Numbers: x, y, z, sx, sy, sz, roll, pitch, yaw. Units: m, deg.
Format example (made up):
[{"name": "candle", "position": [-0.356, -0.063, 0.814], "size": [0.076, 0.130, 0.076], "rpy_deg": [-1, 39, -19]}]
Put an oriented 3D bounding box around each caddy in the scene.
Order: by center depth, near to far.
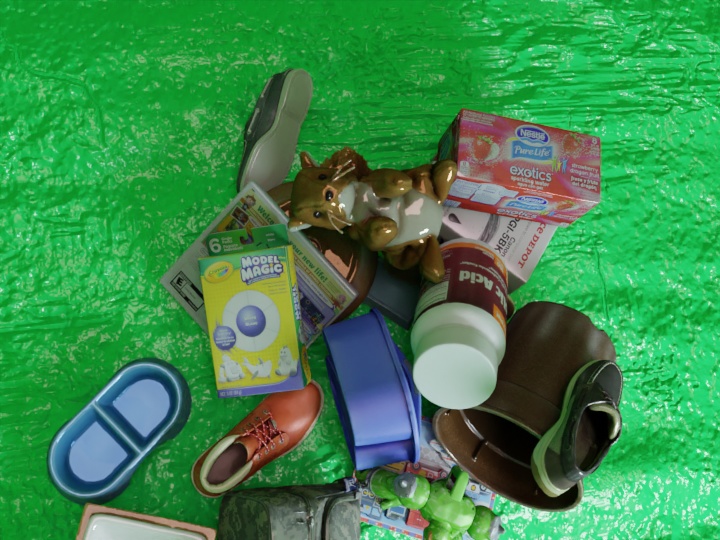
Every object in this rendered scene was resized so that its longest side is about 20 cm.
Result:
[{"name": "caddy", "position": [0.021, 0.145, 0.956], "size": [0.103, 0.143, 0.203], "rpy_deg": [-13, 53, -8]}]

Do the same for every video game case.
[{"name": "video game case", "position": [-0.131, 0.021, 0.990], "size": [0.182, 0.022, 0.200], "rpy_deg": [-44, 88, 9]}]

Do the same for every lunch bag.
[{"name": "lunch bag", "position": [-0.072, 0.351, 0.907], "size": [0.165, 0.138, 0.205], "rpy_deg": [8, 75, -39]}]

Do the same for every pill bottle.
[{"name": "pill bottle", "position": [0.120, 0.061, 0.931], "size": [0.112, 0.115, 0.201], "rpy_deg": [24, 36, -5]}]

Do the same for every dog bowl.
[{"name": "dog bowl", "position": [-0.294, 0.193, 0.939], "size": [0.111, 0.050, 0.200], "rpy_deg": [44, 73, 1]}]

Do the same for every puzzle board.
[{"name": "puzzle board", "position": [0.088, 0.274, 1.018], "size": [0.196, 0.017, 0.154], "rpy_deg": [19, 74, -8]}]

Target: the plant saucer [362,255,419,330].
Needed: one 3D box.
[{"name": "plant saucer", "position": [0.000, 0.000, 1.063], "size": [0.198, 0.019, 0.071], "rpy_deg": [32, 73, -2]}]

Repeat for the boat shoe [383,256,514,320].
[{"name": "boat shoe", "position": [0.124, 0.006, 1.058], "size": [0.197, 0.073, 0.065], "rpy_deg": [26, 35, -6]}]

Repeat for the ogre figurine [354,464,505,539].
[{"name": "ogre figurine", "position": [0.093, 0.286, 0.945], "size": [0.200, 0.120, 0.098], "rpy_deg": [44, 72, 2]}]

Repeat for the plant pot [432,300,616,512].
[{"name": "plant pot", "position": [0.222, 0.161, 0.984], "size": [0.199, 0.201, 0.199], "rpy_deg": [37, 58, -1]}]

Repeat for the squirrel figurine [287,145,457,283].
[{"name": "squirrel figurine", "position": [-0.003, -0.080, 0.942], "size": [0.183, 0.200, 0.145], "rpy_deg": [6, 100, -19]}]

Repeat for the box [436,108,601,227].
[{"name": "box", "position": [0.203, -0.130, 1.006], "size": [0.195, 0.100, 0.098], "rpy_deg": [9, 73, -9]}]

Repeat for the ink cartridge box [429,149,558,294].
[{"name": "ink cartridge box", "position": [0.172, -0.085, 1.084], "size": [0.198, 0.083, 0.148], "rpy_deg": [34, 72, -2]}]

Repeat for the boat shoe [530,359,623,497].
[{"name": "boat shoe", "position": [0.256, 0.167, 0.846], "size": [0.072, 0.066, 0.200], "rpy_deg": [55, 48, -7]}]

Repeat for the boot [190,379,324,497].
[{"name": "boot", "position": [-0.118, 0.204, 0.945], "size": [0.199, 0.107, 0.075], "rpy_deg": [-39, 85, -19]}]

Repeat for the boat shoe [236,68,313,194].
[{"name": "boat shoe", "position": [-0.128, -0.186, 1.068], "size": [0.061, 0.073, 0.204], "rpy_deg": [14, 78, 37]}]

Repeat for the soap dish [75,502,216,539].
[{"name": "soap dish", "position": [-0.263, 0.384, 0.885], "size": [0.154, 0.081, 0.204], "rpy_deg": [14, 75, -8]}]

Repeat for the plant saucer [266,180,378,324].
[{"name": "plant saucer", "position": [-0.071, -0.023, 1.026], "size": [0.195, 0.035, 0.205], "rpy_deg": [1, 85, -7]}]

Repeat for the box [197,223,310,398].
[{"name": "box", "position": [-0.132, 0.049, 0.958], "size": [0.115, 0.048, 0.205], "rpy_deg": [-8, 92, 8]}]
